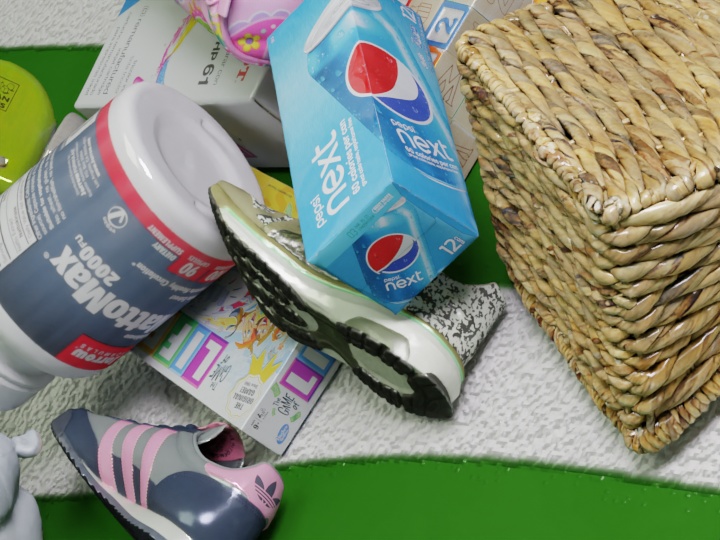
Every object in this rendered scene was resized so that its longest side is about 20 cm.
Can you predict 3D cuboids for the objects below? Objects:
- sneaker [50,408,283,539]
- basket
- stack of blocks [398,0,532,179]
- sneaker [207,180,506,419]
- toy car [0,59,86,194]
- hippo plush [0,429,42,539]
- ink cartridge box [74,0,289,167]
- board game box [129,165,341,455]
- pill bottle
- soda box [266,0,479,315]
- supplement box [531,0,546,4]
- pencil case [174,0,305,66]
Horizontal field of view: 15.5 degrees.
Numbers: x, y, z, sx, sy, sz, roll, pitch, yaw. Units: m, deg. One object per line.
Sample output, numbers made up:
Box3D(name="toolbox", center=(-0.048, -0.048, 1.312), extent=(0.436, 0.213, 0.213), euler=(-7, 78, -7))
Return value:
Box3D(name="sneaker", center=(-0.108, 0.115, 1.511), extent=(0.082, 0.070, 0.200), euler=(-42, 35, -10))
Box3D(name="basket", center=(0.151, -0.037, 1.302), extent=(0.142, 0.150, 0.200), euler=(-21, 34, -9))
Box3D(name="stack of blocks", center=(0.043, -0.132, 1.533), extent=(0.115, 0.058, 0.201), euler=(20, 78, 56))
Box3D(name="sneaker", center=(0.000, 0.000, 1.441), extent=(0.200, 0.077, 0.089), euler=(36, 67, 29))
Box3D(name="toy car", center=(-0.274, -0.042, 1.787), extent=(0.150, 0.174, 0.201), euler=(110, -177, -73))
Box3D(name="hippo plush", center=(-0.259, 0.124, 1.612), extent=(0.160, 0.201, 0.159), euler=(-1, 27, 29))
Box3D(name="ink cartridge box", center=(-0.069, -0.144, 1.660), extent=(0.199, 0.084, 0.145), euler=(3, 63, 50))
Box3D(name="board game box", center=(-0.067, 0.014, 1.563), extent=(0.135, 0.034, 0.200), euler=(-57, 34, -3))
Box3D(name="pill bottle", center=(-0.163, -0.007, 1.563), extent=(0.200, 0.119, 0.120), euler=(-38, 37, 25))
Box3D(name="soda box", center=(0.004, -0.074, 1.412), extent=(0.068, 0.064, 0.201), euler=(-44, 34, 24))
Box3D(name="supplement box", center=(0.184, -0.163, 1.381), extent=(0.199, 0.066, 0.069), euler=(-12, 54, 46))
Box3D(name="pencil case", center=(-0.081, -0.186, 1.560), extent=(0.088, 0.087, 0.200), euler=(-51, 34, 5))
